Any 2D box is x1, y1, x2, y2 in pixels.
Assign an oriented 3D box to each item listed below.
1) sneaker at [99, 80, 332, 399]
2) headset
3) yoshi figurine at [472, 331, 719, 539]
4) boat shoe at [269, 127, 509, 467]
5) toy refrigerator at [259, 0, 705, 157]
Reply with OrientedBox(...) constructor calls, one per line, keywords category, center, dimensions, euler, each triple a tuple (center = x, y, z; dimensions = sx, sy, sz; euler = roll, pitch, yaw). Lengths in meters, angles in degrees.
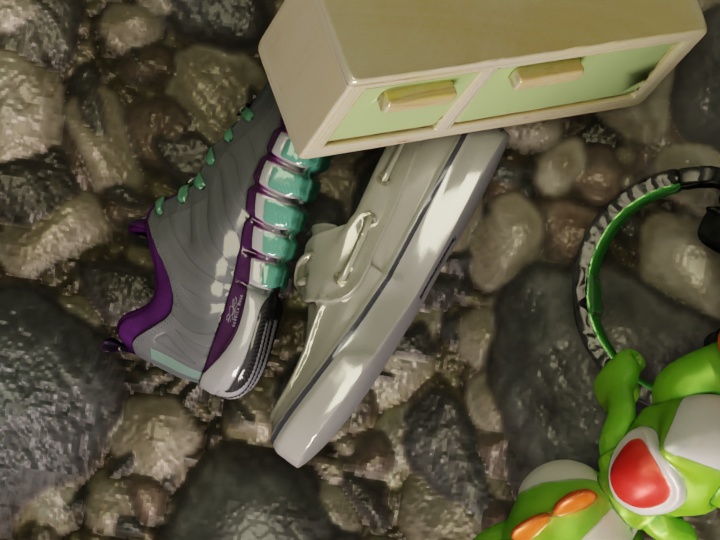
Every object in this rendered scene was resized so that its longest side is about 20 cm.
OrientedBox(category="sneaker", center=(-0.068, -0.042, 1.120), dimensions=(0.087, 0.074, 0.201), euler=(17, 86, 7))
OrientedBox(category="headset", center=(0.202, 0.008, 1.098), dimensions=(0.198, 0.094, 0.125), euler=(-3, 85, 12))
OrientedBox(category="yoshi figurine", center=(0.143, 0.104, 1.077), dimensions=(0.199, 0.113, 0.112), euler=(-34, 117, 17))
OrientedBox(category="boat shoe", center=(0.000, 0.000, 1.115), dimensions=(0.065, 0.072, 0.201), euler=(30, 85, 8))
OrientedBox(category="toy refrigerator", center=(0.061, -0.109, 1.074), dimensions=(0.199, 0.076, 0.070), euler=(-10, 69, -28))
